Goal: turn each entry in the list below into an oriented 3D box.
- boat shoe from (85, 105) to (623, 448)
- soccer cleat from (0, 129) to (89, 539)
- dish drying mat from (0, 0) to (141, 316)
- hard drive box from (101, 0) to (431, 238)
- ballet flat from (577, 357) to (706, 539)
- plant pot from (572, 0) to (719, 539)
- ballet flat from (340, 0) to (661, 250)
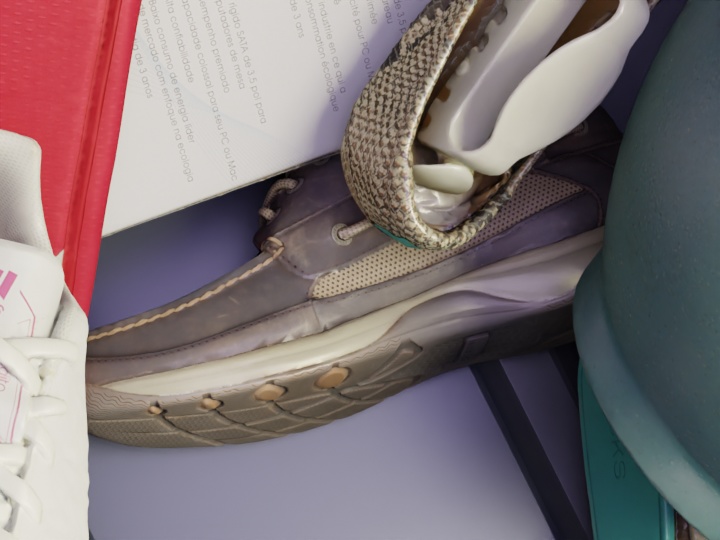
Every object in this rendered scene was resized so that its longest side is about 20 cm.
[{"bbox_3d":[0.000,0.000,0.807,0.199,0.075,0.074,-15,74,-16],"label":"boat shoe"},{"bbox_3d":[-0.099,0.045,0.639,0.069,0.087,0.201,11,41,-26],"label":"soccer cleat"},{"bbox_3d":[-0.101,-0.051,0.717,0.076,0.018,0.201,7,112,-12],"label":"dish drying mat"},{"bbox_3d":[-0.046,-0.109,0.768,0.199,0.077,0.157,-19,118,-10],"label":"hard drive box"},{"bbox_3d":[0.102,0.110,0.803,0.062,0.067,0.201,4,87,-37],"label":"ballet flat"},{"bbox_3d":[0.144,0.005,0.720,0.200,0.200,0.134,46,120,1],"label":"plant pot"},{"bbox_3d":[0.067,-0.088,0.731,0.068,0.075,0.201,30,98,-24],"label":"ballet flat"}]
